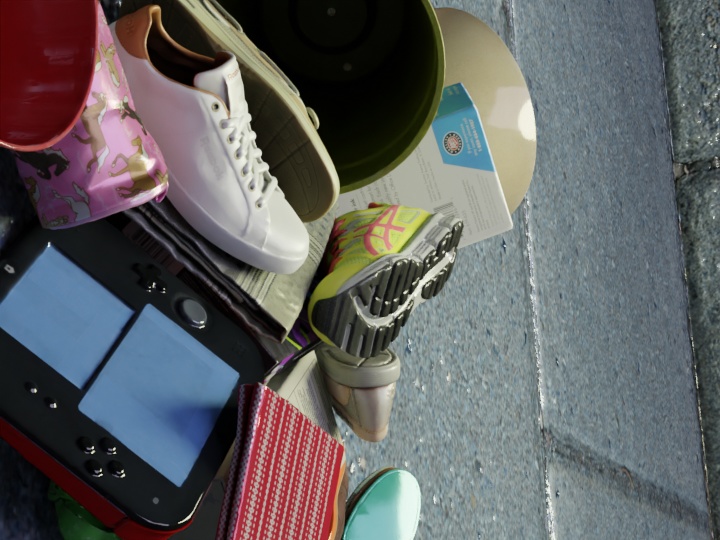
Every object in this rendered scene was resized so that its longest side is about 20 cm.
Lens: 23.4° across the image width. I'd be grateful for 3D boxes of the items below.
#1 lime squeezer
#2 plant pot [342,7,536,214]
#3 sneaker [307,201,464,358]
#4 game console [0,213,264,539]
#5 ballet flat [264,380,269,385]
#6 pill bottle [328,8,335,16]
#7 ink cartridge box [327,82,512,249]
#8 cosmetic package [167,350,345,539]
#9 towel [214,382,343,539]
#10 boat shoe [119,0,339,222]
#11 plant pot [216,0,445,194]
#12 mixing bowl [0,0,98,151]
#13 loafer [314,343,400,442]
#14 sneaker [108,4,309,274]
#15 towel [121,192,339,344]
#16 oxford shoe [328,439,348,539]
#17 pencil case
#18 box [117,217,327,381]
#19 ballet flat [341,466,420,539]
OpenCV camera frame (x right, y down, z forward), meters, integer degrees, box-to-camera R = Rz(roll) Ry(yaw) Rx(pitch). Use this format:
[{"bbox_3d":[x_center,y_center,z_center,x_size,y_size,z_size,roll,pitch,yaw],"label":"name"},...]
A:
[{"bbox_3d":[-0.158,0.119,1.034,0.038,0.071,0.201,11,48,-50],"label":"lime squeezer"},{"bbox_3d":[0.036,-0.119,1.514,0.134,0.200,0.202,-17,99,-35],"label":"plant pot"},{"bbox_3d":[0.000,0.000,1.264,0.200,0.090,0.079,-34,145,-61],"label":"sneaker"},{"bbox_3d":[-0.148,0.054,1.022,0.177,0.031,0.200,43,31,-10],"label":"game console"},{"bbox_3d":[-0.123,0.079,1.154,0.067,0.064,0.200,43,18,11],"label":"ballet flat"},{"bbox_3d":[-0.022,-0.306,1.497,0.116,0.116,0.201,-50,127,-63],"label":"pill bottle"},{"bbox_3d":[0.011,-0.061,1.412,0.067,0.199,0.116,-108,179,-64],"label":"ink cartridge box"},{"bbox_3d":[-0.080,0.142,1.214,0.200,0.071,0.106,-54,132,-62],"label":"cosmetic package"},{"bbox_3d":[-0.054,0.160,1.098,0.200,0.022,0.146,52,46,-68],"label":"towel"},{"bbox_3d":[-0.080,-0.122,1.191,0.201,0.073,0.063,46,32,4],"label":"boat shoe"},{"bbox_3d":[-0.029,-0.183,1.351,0.193,0.199,0.202,-76,151,-69],"label":"plant pot"},{"bbox_3d":[-0.230,-0.150,0.892,0.200,0.108,0.202,-10,90,-69],"label":"mixing bowl"},{"bbox_3d":[-0.018,0.076,1.347,0.200,0.071,0.063,-138,-135,-71],"label":"loafer"},{"bbox_3d":[-0.091,-0.084,1.114,0.200,0.085,0.073,46,26,-15],"label":"sneaker"},{"bbox_3d":[-0.103,-0.060,1.193,0.193,0.034,0.200,45,28,-14],"label":"towel"},{"bbox_3d":[-0.041,0.205,1.300,0.200,0.071,0.073,-68,149,-54],"label":"oxford shoe"},{"bbox_3d":[-0.182,-0.124,1.026,0.083,0.086,0.201,-59,133,-70],"label":"pencil case"},{"bbox_3d":[-0.077,-0.001,1.243,0.143,0.036,0.200,49,20,4],"label":"box"},{"bbox_3d":[-0.008,0.246,1.370,0.069,0.071,0.201,31,50,-16],"label":"ballet flat"}]
